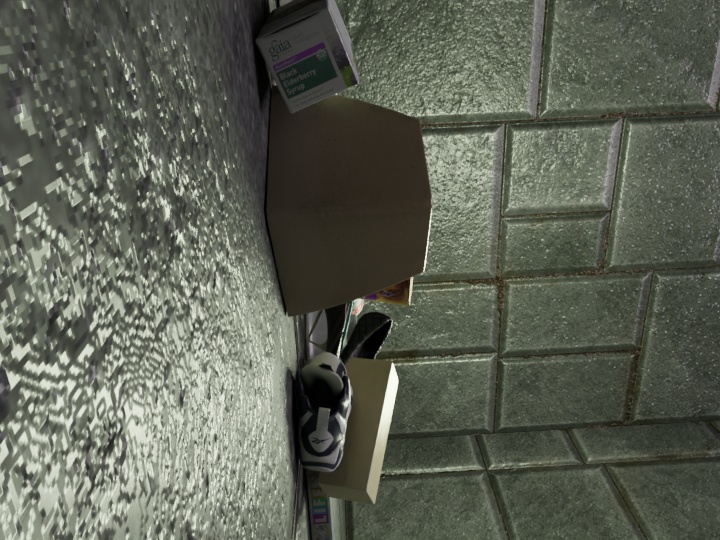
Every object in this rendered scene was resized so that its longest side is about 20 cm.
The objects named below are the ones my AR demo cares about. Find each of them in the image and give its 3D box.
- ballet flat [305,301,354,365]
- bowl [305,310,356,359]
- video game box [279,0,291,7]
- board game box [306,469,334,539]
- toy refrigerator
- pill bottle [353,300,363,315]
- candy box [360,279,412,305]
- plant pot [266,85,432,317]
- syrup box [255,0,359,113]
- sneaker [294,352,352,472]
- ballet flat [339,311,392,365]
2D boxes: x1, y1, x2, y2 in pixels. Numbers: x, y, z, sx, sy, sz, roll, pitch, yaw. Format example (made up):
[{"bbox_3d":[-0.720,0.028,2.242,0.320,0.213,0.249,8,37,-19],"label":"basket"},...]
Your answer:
[{"bbox_3d":[-0.053,0.134,0.982,0.068,0.067,0.203,94,3,-76],"label":"ballet flat"},{"bbox_3d":[-0.050,0.131,1.121,0.201,0.089,0.205,177,-90,-88],"label":"bowl"},{"bbox_3d":[-0.096,-0.459,0.864,0.183,0.046,0.203,-99,-175,-61],"label":"video game box"},{"bbox_3d":[-0.064,0.335,0.977,0.135,0.034,0.203,-98,-175,-74],"label":"board game box"},{"bbox_3d":[0.001,0.241,0.923,0.070,0.075,0.202,71,27,-50],"label":"toy refrigerator"},{"bbox_3d":[-0.049,0.017,1.439,0.201,0.112,0.115,88,-2,-49],"label":"pill bottle"},{"bbox_3d":[0.000,0.000,1.127,0.117,0.197,0.057,88,13,-52],"label":"candy box"},{"bbox_3d":[-0.010,-0.083,0.728,0.201,0.174,0.202,90,-3,-55],"label":"plant pot"},{"bbox_3d":[-0.055,-0.249,0.666,0.201,0.078,0.082,-96,162,-58],"label":"syrup box"},{"bbox_3d":[-0.047,0.155,0.832,0.200,0.078,0.131,-77,176,-55],"label":"sneaker"},{"bbox_3d":[-0.003,0.159,1.035,0.066,0.056,0.202,39,62,-36],"label":"ballet flat"}]
